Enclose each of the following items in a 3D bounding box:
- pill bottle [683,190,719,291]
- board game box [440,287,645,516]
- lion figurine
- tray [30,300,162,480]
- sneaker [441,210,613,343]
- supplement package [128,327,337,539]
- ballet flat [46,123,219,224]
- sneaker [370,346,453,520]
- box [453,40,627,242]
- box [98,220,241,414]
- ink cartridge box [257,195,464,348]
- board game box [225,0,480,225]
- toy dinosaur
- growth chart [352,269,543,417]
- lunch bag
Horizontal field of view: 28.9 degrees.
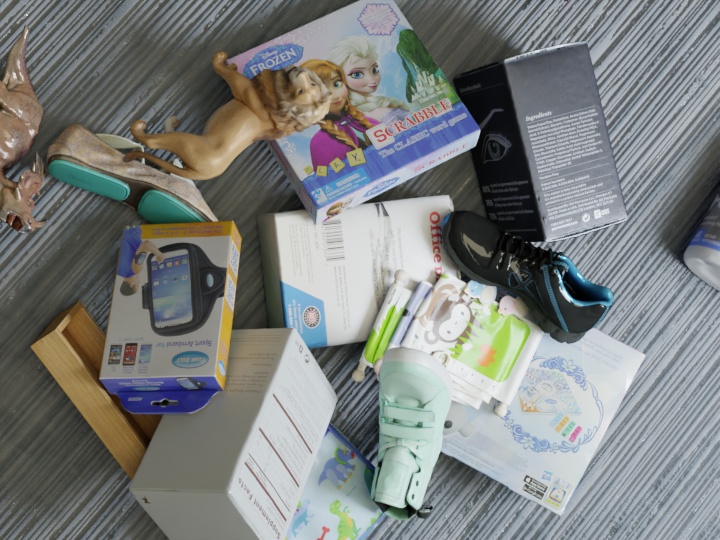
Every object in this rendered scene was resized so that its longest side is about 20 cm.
[{"bbox_3d":[0.474,-0.072,1.634,0.114,0.114,0.200,34,81,-16],"label":"pill bottle"},{"bbox_3d":[0.178,0.134,1.539,0.200,0.043,0.199,28,88,8],"label":"board game box"},{"bbox_3d":[-0.132,-0.143,1.399,0.200,0.072,0.122,-44,72,-4],"label":"lion figurine"},{"bbox_3d":[-0.251,0.133,1.416,0.037,0.099,0.200,-32,102,10],"label":"tray"},{"bbox_3d":[0.178,-0.008,1.472,0.200,0.082,0.073,34,53,-9],"label":"sneaker"},{"bbox_3d":[-0.121,0.169,1.384,0.117,0.117,0.200,61,38,-40],"label":"supplement package"},{"bbox_3d":[-0.223,-0.095,1.442,0.200,0.068,0.067,28,56,-18],"label":"ballet flat"},{"bbox_3d":[0.048,0.174,1.419,0.074,0.201,0.118,8,49,14],"label":"sneaker"},{"bbox_3d":[0.194,-0.137,1.526,0.104,0.148,0.201,-15,96,-17],"label":"box"},{"bbox_3d":[-0.188,0.045,1.385,0.119,0.042,0.200,-3,58,10],"label":"box"},{"bbox_3d":[0.000,0.000,1.501,0.199,0.084,0.145,-7,94,-17],"label":"ink cartridge box"},{"bbox_3d":[-0.009,-0.176,1.472,0.200,0.041,0.200,-28,72,-16],"label":"board game box"},{"bbox_3d":[-0.352,-0.136,1.392,0.135,0.086,0.200,29,66,-27],"label":"toy dinosaur"},{"bbox_3d":[0.100,0.073,1.485,0.200,0.018,0.145,18,90,-20],"label":"growth chart"},{"bbox_3d":[-0.080,0.256,1.486,0.200,0.082,0.161,-44,100,-13],"label":"lunch bag"}]
